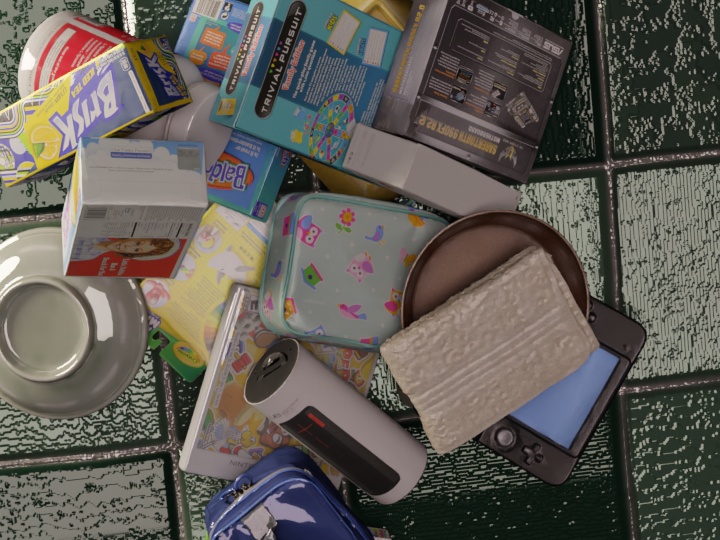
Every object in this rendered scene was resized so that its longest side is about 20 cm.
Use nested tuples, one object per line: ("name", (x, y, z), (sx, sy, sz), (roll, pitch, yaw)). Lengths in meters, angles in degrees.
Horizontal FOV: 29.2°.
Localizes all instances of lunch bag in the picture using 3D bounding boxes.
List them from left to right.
("lunch bag", (-0.065, 0.280, 1.382), (0.136, 0.132, 0.200), (-39, 104, -2))
("lunch bag", (0.000, 0.000, 1.413), (0.199, 0.077, 0.161), (10, 84, -28))

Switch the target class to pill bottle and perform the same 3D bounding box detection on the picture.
("pill bottle", (-0.226, -0.171, 1.351), (0.199, 0.112, 0.113), (25, 92, 21))

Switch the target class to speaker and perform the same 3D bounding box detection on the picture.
("speaker", (-0.025, 0.156, 1.420), (0.200, 0.081, 0.081), (41, 90, -27))

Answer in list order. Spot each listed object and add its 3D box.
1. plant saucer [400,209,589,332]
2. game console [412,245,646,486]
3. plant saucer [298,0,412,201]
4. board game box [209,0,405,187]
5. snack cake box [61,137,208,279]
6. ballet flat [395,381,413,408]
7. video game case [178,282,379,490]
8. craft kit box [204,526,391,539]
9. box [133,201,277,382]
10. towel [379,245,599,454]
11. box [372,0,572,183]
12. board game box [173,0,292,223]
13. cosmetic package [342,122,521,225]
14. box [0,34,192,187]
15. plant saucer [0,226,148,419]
("plant saucer", (0.133, 0.037, 1.398), (0.199, 0.034, 0.201), (-2, 98, -14))
("game console", (0.180, 0.104, 1.445), (0.170, 0.118, 0.201), (30, 92, 16))
("plant saucer", (0.012, -0.184, 1.445), (0.200, 0.048, 0.200), (-43, 98, -1))
("board game box", (-0.034, -0.183, 1.343), (0.199, 0.047, 0.152), (19, 92, -40))
("snack cake box", (-0.218, -0.055, 1.310), (0.114, 0.200, 0.068), (0, 71, -17))
("ballet flat", (0.097, 0.058, 1.465), (0.067, 0.064, 0.201), (29, 92, -6))
("video game case", (-0.078, 0.129, 1.444), (0.181, 0.023, 0.201), (15, 93, -27))
("craft kit box", (-0.080, 0.365, 1.484), (0.199, 0.049, 0.199), (9, 91, -7))
("box", (-0.149, 0.009, 1.445), (0.117, 0.048, 0.200), (45, 87, -8))
("towel", (0.129, 0.076, 1.370), (0.199, 0.034, 0.133), (-31, 103, -6))
("box", (0.118, -0.190, 1.402), (0.199, 0.048, 0.159), (15, 95, -43))
("board game box", (-0.131, -0.168, 1.401), (0.151, 0.045, 0.201), (22, 91, 19))
("cosmetic package", (0.075, -0.089, 1.383), (0.082, 0.200, 0.051), (21, 91, 38))
("box", (-0.254, -0.145, 1.270), (0.199, 0.064, 0.070), (-21, 94, 32))
("plant saucer", (-0.318, 0.057, 1.406), (0.199, 0.050, 0.201), (1, 97, 9))
